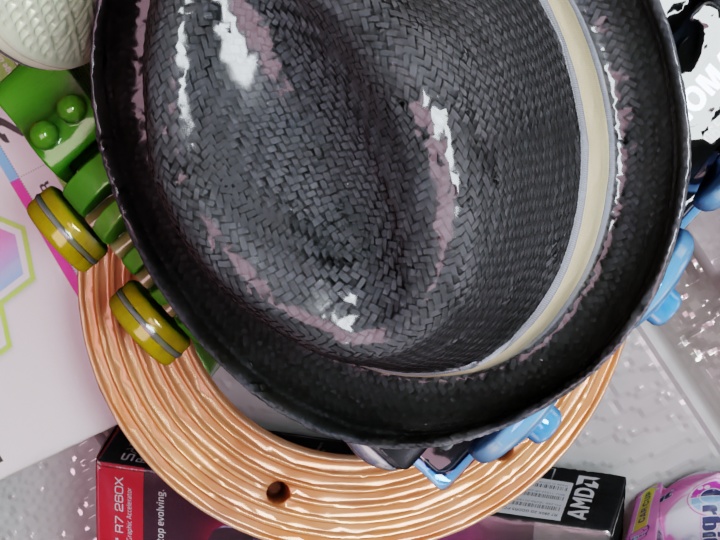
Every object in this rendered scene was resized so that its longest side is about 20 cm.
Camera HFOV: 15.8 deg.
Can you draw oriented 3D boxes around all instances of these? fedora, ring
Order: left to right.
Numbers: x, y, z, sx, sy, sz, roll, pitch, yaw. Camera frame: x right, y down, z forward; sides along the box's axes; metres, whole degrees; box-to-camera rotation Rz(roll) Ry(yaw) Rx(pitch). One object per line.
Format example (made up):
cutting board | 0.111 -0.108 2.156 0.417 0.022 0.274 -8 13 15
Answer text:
fedora | -0.004 -0.044 0.741 0.200 0.092 0.201 2 95 17
ring | 0.000 0.000 0.912 0.200 0.019 0.201 -2 99 -11

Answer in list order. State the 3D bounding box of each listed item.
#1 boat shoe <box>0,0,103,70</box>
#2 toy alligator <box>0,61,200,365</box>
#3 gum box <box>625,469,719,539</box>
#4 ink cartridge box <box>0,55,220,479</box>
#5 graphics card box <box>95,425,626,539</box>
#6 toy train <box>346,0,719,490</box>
boat shoe | -0.096 -0.114 0.840 0.062 0.200 0.075 22 111 6
toy alligator | -0.085 -0.034 0.852 0.059 0.054 0.200 -41 90 2
gum box | 0.141 0.181 0.952 0.066 0.114 0.201 -8 109 14
ink cartridge box | -0.165 0.007 0.964 0.200 0.076 0.148 -26 104 17
graphics card box | -0.002 0.129 0.989 0.199 0.051 0.126 7 113 10
toy train | 0.064 -0.018 0.851 0.087 0.114 0.200 41 92 -6
